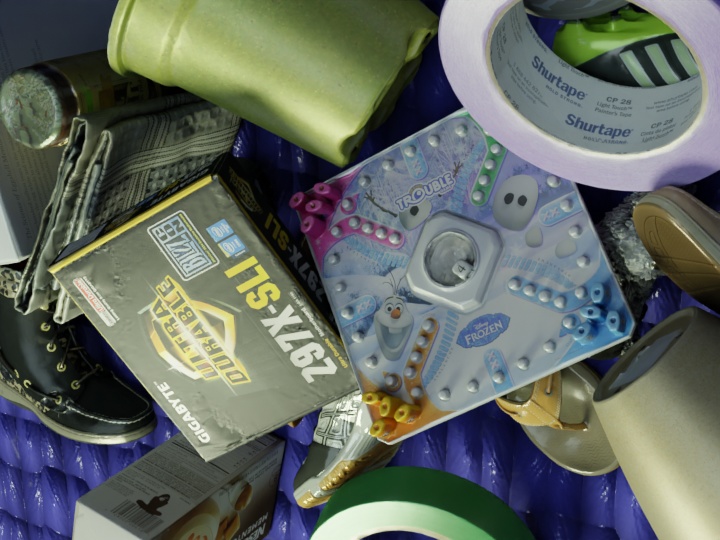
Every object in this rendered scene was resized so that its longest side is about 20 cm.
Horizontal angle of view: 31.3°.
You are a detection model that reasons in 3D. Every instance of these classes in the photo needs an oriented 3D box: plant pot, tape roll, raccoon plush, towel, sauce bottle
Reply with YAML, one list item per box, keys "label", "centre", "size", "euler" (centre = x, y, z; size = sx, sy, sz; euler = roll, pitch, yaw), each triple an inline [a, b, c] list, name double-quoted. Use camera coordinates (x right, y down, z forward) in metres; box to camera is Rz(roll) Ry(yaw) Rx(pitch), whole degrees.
- label: "plant pot"
  centre: [-0.052, -0.177, 0.938]
  size: [0.184, 0.200, 0.201]
  euler: [35, 123, 2]
- label: "plant pot"
  centre: [0.253, 0.126, 0.838]
  size: [0.200, 0.187, 0.187]
  euler: [47, 125, -2]
- label: "tape roll"
  centre: [0.151, -0.139, 0.785]
  size: [0.200, 0.066, 0.200]
  euler: [19, 147, 13]
- label: "raccoon plush"
  centre: [0.145, -0.023, 0.908]
  size: [0.199, 0.097, 0.134]
  euler: [17, 111, 8]
- label: "towel"
  centre: [-0.179, -0.054, 1.037]
  size: [0.035, 0.200, 0.193]
  euler: [39, 122, 20]
- label: "sauce bottle"
  centre: [-0.195, -0.145, 1.013]
  size: [0.065, 0.200, 0.065]
  euler: [10, 112, 27]
- label: "tape roll"
  centre: [0.052, 0.257, 1.076]
  size: [0.200, 0.048, 0.201]
  euler: [8, 122, 14]

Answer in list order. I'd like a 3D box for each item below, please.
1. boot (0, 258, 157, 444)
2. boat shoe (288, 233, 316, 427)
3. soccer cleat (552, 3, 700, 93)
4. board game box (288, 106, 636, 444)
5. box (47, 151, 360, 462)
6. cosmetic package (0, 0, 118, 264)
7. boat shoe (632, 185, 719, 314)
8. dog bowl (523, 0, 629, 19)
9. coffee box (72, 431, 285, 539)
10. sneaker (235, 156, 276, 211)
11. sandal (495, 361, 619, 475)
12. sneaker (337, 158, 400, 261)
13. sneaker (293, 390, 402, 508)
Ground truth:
- label: "boot"
  centre: [-0.281, 0.069, 1.217]
  size: [0.203, 0.073, 0.154]
  euler: [20, 122, 27]
- label: "boat shoe"
  centre: [-0.063, 0.042, 1.082]
  size: [0.070, 0.070, 0.201]
  euler: [26, 119, 16]
- label: "soccer cleat"
  centre: [0.223, -0.135, 0.857]
  size: [0.199, 0.067, 0.081]
  euler: [10, 122, 35]
- label: "board game box"
  centre: [0.063, -0.008, 0.896]
  size: [0.200, 0.026, 0.201]
  euler: [-27, 71, 19]
- label: "box"
  centre: [-0.108, 0.032, 0.960]
  size: [0.159, 0.049, 0.200]
  euler: [-27, 111, 20]
- label: "cosmetic package"
  centre: [-0.284, -0.124, 1.075]
  size: [0.123, 0.200, 0.200]
  euler: [-7, 104, 32]
- label: "boat shoe"
  centre: [0.262, 0.000, 0.841]
  size: [0.200, 0.065, 0.072]
  euler: [37, 170, -17]
- label: "dog bowl"
  centre: [0.129, -0.267, 0.833]
  size: [0.199, 0.059, 0.201]
  euler: [3, 95, 31]
- label: "coffee box"
  centre: [-0.159, 0.218, 1.126]
  size: [0.080, 0.200, 0.115]
  euler: [24, 118, 23]
- label: "sneaker"
  centre: [-0.127, -0.006, 1.103]
  size: [0.080, 0.074, 0.201]
  euler: [24, 118, 24]
- label: "sandal"
  centre: [0.128, 0.077, 0.991]
  size: [0.080, 0.054, 0.200]
  euler: [-35, 88, 34]
- label: "sneaker"
  centre: [0.000, 0.000, 0.990]
  size: [0.075, 0.087, 0.201]
  euler: [23, 101, 28]
- label: "sneaker"
  centre: [-0.004, 0.117, 1.086]
  size: [0.088, 0.076, 0.200]
  euler: [50, 121, 22]
